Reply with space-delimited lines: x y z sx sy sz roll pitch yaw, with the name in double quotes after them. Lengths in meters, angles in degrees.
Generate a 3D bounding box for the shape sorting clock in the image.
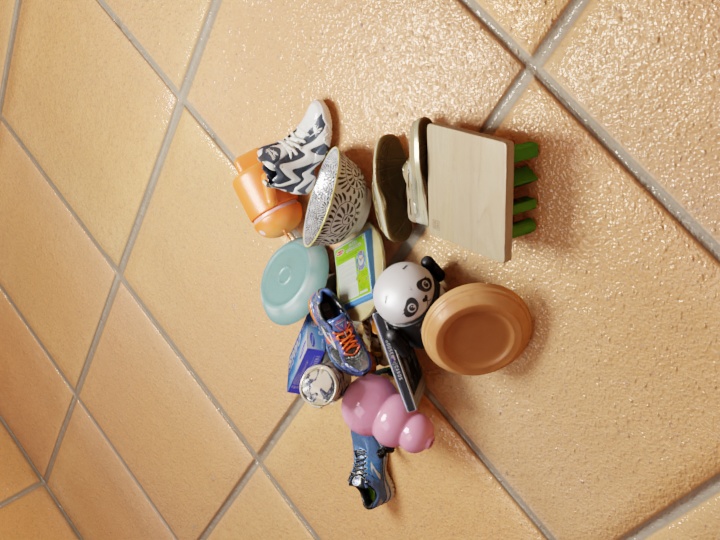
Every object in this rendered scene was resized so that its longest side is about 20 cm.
0.000 0.000 1.667 0.199 0.039 0.203 2 92 61 "shape sorting clock"

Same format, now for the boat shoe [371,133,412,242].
0.050 -0.155 1.575 0.066 0.073 0.203 -158 61 -64 "boat shoe"

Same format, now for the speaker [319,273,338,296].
-0.120 0.049 1.819 0.198 0.081 0.082 -2 107 44 "speaker"

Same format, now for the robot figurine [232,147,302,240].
-0.196 -0.155 1.772 0.143 0.116 0.202 -29 88 45 "robot figurine"

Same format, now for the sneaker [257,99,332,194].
-0.139 -0.243 1.653 0.080 0.128 0.201 51 130 35 "sneaker"

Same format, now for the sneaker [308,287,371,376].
-0.043 0.120 1.646 0.201 0.075 0.079 56 164 15 "sneaker"

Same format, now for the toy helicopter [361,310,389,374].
0.017 0.101 1.710 0.201 0.078 0.133 61 160 25 "toy helicopter"

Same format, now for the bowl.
-0.036 -0.130 1.628 0.201 0.093 0.203 -164 90 -74 "bowl"

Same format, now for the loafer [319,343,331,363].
-0.055 0.188 1.821 0.069 0.076 0.201 11 146 -10 "loafer"

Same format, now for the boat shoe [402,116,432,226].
0.105 -0.178 1.516 0.064 0.072 0.202 12 122 37 "boat shoe"

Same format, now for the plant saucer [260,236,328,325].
-0.151 0.015 1.782 0.198 0.036 0.202 -21 56 35 "plant saucer"

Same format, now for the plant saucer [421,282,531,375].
0.208 0.113 1.483 0.197 0.038 0.202 -1 125 -2 "plant saucer"

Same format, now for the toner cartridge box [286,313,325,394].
-0.120 0.185 1.846 0.201 0.043 0.096 115 159 -50 "toner cartridge box"

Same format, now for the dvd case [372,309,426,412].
0.079 0.158 1.640 0.024 0.150 0.202 -17 97 15 "dvd case"

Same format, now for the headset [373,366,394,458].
0.064 0.303 1.784 0.122 0.093 0.203 18 105 34 "headset"

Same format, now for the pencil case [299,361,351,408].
-0.068 0.231 1.682 0.077 0.200 0.091 -4 85 8 "pencil case"

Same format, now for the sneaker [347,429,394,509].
0.015 0.439 1.860 0.078 0.089 0.202 -7 103 43 "sneaker"

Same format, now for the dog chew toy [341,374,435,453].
0.059 0.293 1.666 0.199 0.124 0.126 29 126 24 "dog chew toy"

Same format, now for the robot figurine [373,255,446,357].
0.105 0.068 1.549 0.124 0.200 0.152 -24 51 16 "robot figurine"

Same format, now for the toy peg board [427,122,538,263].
0.213 -0.144 1.429 0.198 0.097 0.203 27 126 51 "toy peg board"
